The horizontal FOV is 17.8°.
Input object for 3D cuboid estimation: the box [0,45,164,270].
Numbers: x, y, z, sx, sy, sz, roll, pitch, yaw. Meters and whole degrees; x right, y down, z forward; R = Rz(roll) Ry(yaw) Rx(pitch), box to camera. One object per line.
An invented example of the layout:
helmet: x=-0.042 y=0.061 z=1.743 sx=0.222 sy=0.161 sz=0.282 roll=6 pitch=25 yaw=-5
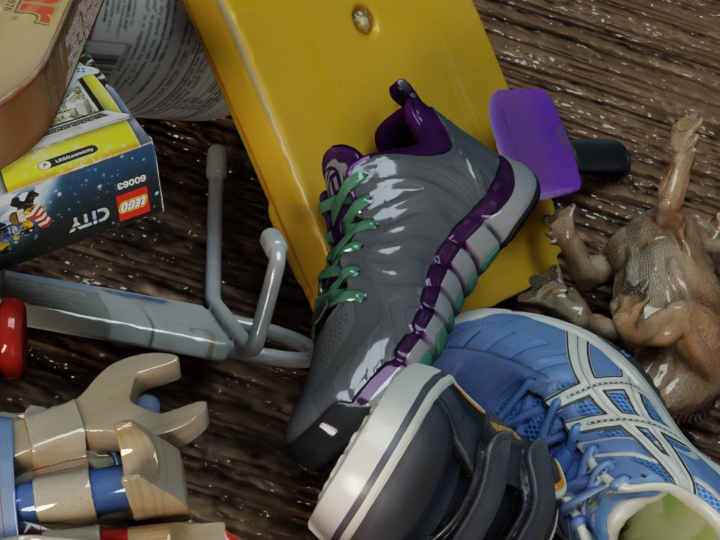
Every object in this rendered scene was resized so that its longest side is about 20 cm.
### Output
box: x=-0.195 y=-0.041 z=0.900 sx=0.200 sy=0.038 sz=0.137 roll=-20 pitch=44 yaw=-17

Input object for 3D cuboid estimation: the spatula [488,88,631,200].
spatula: x=0.106 y=-0.061 z=1.156 sx=0.200 sy=0.021 sz=0.057 roll=-1 pitch=71 yaw=-70

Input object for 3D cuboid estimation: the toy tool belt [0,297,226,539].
toy tool belt: x=-0.098 y=0.091 z=0.819 sx=0.123 sy=0.125 sz=0.200 roll=-3 pitch=61 yaw=-6

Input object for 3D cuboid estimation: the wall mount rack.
wall mount rack: x=-0.110 y=-0.017 z=1.012 sx=0.200 sy=0.075 sz=0.174 roll=12 pitch=10 yaw=-17

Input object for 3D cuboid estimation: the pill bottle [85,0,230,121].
pill bottle: x=-0.103 y=-0.129 z=1.093 sx=0.200 sy=0.113 sz=0.113 roll=0 pitch=41 yaw=-49

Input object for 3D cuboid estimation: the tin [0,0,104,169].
tin: x=-0.161 y=-0.104 z=0.911 sx=0.112 sy=0.042 sz=0.200 roll=1 pitch=42 yaw=13

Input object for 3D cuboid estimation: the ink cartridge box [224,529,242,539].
ink cartridge box: x=0.047 y=0.172 z=0.793 sx=0.200 sy=0.057 sz=0.163 roll=49 pitch=10 yaw=-51

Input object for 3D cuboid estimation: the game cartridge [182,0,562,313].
game cartridge: x=0.010 y=-0.069 z=1.080 sx=0.176 sy=0.032 sz=0.200 roll=-22 pitch=92 yaw=-49

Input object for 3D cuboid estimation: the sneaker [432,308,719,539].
sneaker: x=0.105 y=0.082 z=0.983 sx=0.200 sy=0.076 sz=0.077 roll=36 pitch=12 yaw=19

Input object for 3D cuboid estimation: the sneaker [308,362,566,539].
sneaker: x=0.037 y=0.087 z=0.891 sx=0.079 sy=0.078 sz=0.200 roll=32 pitch=1 yaw=10

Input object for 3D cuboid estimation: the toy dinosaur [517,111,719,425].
toy dinosaur: x=0.153 y=0.022 z=1.101 sx=0.136 sy=0.086 sz=0.200 roll=46 pitch=45 yaw=-31

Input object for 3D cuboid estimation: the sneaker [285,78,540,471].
sneaker: x=0.000 y=0.000 z=0.980 sx=0.088 sy=0.074 sz=0.200 roll=41 pitch=44 yaw=-5
